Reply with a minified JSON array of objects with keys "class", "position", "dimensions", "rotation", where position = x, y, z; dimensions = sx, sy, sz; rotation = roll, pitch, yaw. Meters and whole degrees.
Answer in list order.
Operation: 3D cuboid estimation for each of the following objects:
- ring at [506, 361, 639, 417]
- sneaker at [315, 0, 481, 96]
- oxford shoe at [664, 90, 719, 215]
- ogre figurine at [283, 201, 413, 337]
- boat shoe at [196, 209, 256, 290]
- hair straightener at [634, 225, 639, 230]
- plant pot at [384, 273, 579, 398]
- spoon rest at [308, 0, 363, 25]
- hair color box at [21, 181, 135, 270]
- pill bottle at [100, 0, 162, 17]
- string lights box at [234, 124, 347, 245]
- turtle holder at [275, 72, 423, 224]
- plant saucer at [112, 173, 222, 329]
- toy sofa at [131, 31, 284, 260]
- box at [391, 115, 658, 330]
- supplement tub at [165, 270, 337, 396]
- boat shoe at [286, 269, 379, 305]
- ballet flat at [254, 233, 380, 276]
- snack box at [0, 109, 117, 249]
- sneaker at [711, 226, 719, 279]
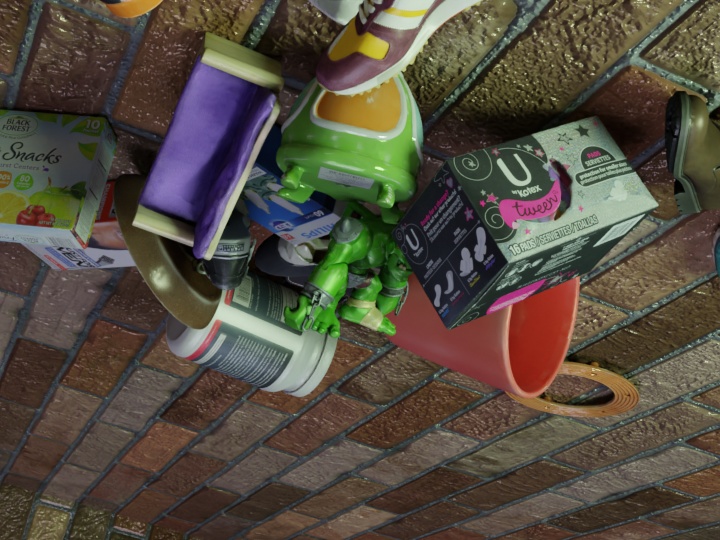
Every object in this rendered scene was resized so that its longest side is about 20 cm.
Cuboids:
[{"class":"ring","position":[0.303,0.168,1.735],"dimensions":[0.199,0.019,0.201],"rotation":[9,154,4]},{"class":"sneaker","position":[0.031,-0.223,0.930],"dimensions":[0.200,0.075,0.090],"rotation":[-38,132,10]},{"class":"oxford shoe","position":[0.324,-0.113,1.102],"dimensions":[0.084,0.073,0.200],"rotation":[-2,163,22]},{"class":"ogre figurine","position":[0.000,0.000,1.216],"dimensions":[0.199,0.121,0.098],"rotation":[7,-159,-42]},{"class":"boat shoe","position":[-0.153,-0.029,1.357],"dimensions":[0.073,0.069,0.199],"rotation":[-1,-163,-14]},{"class":"hair straightener","position":[0.199,-0.068,1.271],"dimensions":[0.199,0.041,0.077],"rotation":[6,153,13]},{"class":"plant pot","position":[0.129,0.030,1.350],"dimensions":[0.176,0.201,0.201],"rotation":[10,157,30]},{"class":"spoon rest","position":[-0.032,-0.254,0.962],"dimensions":[0.199,0.061,0.099],"rotation":[25,138,-22]},{"class":"hair color box","position":[-0.332,-0.054,1.503],"dimensions":[0.199,0.064,0.111],"rotation":[-4,150,28]},{"class":"pill bottle","position":[-0.223,-0.286,0.934],"dimensions":[0.106,0.107,0.200],"rotation":[-3,151,27]},{"class":"string lights box","position":[-0.106,-0.106,1.303],"dimensions":[0.200,0.059,0.102],"rotation":[32,147,-35]},{"class":"turtle holder","position":[0.002,-0.121,1.137],"dimensions":[0.140,0.133,0.185],"rotation":[9,172,26]},{"class":"plant saucer","position":[-0.214,-0.029,1.384],"dimensions":[0.034,0.201,0.200],"rotation":[-28,142,12]},{"class":"toy sofa","position":[-0.149,-0.116,1.153],"dimensions":[0.082,0.098,0.201],"rotation":[20,118,-16]},{"class":"box","position":[0.152,-0.050,1.123],"dimensions":[0.199,0.115,0.132],"rotation":[-20,160,-34]},{"class":"supplement tub","position":[-0.145,0.078,1.600],"dimensions":[0.199,0.141,0.140],"rotation":[25,151,-25]},{"class":"boat shoe","position":[-0.003,0.025,1.519],"dimensions":[0.199,0.065,0.072],"rotation":[12,156,2]},{"class":"ballet flat","position":[-0.036,-0.033,1.412],"dimensions":[0.199,0.073,0.073],"rotation":[-2,152,13]},{"class":"snack box","position":[-0.383,-0.105,1.328],"dimensions":[0.199,0.143,0.053],"rotation":[5,155,12]},{"class":"sneaker","position":[0.409,-0.019,1.237],"dimensions":[0.077,0.080,0.200],"rotation":[8,155,7]}]
